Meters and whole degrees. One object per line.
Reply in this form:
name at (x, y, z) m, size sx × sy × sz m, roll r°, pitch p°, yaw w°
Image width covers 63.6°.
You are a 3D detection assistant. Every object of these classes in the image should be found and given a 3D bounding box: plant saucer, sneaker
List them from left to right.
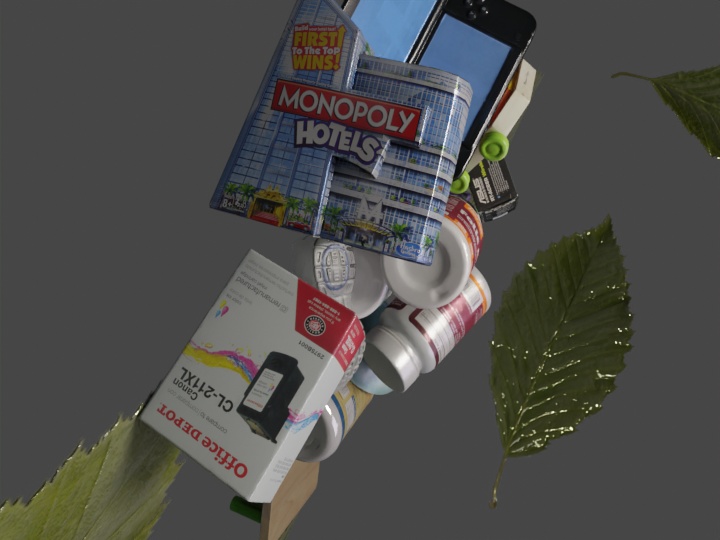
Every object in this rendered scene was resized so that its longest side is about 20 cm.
sneaker at (-0.045, 0.051, 0.719) m, size 0.073 × 0.086 × 0.208 m, roll -9°, pitch 104°, yaw -36°
plant saucer at (0.019, 0.099, 0.959) m, size 0.038 × 0.204 × 0.201 m, roll -30°, pitch -174°, yaw 34°

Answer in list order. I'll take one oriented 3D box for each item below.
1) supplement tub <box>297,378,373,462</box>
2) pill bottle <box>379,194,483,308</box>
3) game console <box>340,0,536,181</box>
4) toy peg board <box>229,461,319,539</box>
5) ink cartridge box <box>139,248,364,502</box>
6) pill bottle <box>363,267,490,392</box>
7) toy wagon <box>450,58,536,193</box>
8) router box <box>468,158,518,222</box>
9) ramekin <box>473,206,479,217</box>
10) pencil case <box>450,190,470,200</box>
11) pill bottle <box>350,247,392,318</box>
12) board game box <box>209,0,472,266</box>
supplement tub at (-0.057, 0.194, 0.952) m, size 0.200 × 0.142 × 0.148 m, roll -40°, pitch 155°, yaw -56°
pill bottle at (0.103, -0.035, 0.766) m, size 0.117 × 0.112 × 0.200 m, roll -67°, pitch 170°, yaw 22°
game console at (0.073, -0.227, 0.591) m, size 0.204 × 0.169 × 0.119 m, roll -61°, pitch 170°, yaw -1°
toy peg board at (-0.151, 0.342, 1.046) m, size 0.199 × 0.095 × 0.207 m, roll -33°, pitch 132°, yaw -65°
ink cartridge box at (-0.105, 0.108, 0.601) m, size 0.204 × 0.143 × 0.083 m, roll -58°, pitch 165°, yaw -15°
pill bottle at (0.098, 0.079, 0.883) m, size 0.199 × 0.114 × 0.115 m, roll -41°, pitch 159°, yaw -22°
toy wagon at (0.137, -0.166, 0.721) m, size 0.199 × 0.039 × 0.158 m, roll -41°, pitch -159°, yaw 49°
router box at (0.174, -0.182, 0.865) m, size 0.060 × 0.207 × 0.149 m, roll -20°, pitch 175°, yaw 13°
ramekin at (0.148, -0.052, 1.111) m, size 0.203 × 0.096 × 0.202 m, roll -56°, pitch 166°, yaw -22°
pencil case at (0.113, -0.058, 0.977) m, size 0.206 × 0.082 × 0.085 m, roll -68°, pitch 165°, yaw 11°
pill bottle at (0.000, 0.000, 0.846) m, size 0.116 × 0.111 × 0.200 m, roll -63°, pitch 174°, yaw 8°
board game box at (-0.012, -0.129, 0.492) m, size 0.062 × 0.193 × 0.207 m, roll -2°, pitch 106°, yaw -75°
